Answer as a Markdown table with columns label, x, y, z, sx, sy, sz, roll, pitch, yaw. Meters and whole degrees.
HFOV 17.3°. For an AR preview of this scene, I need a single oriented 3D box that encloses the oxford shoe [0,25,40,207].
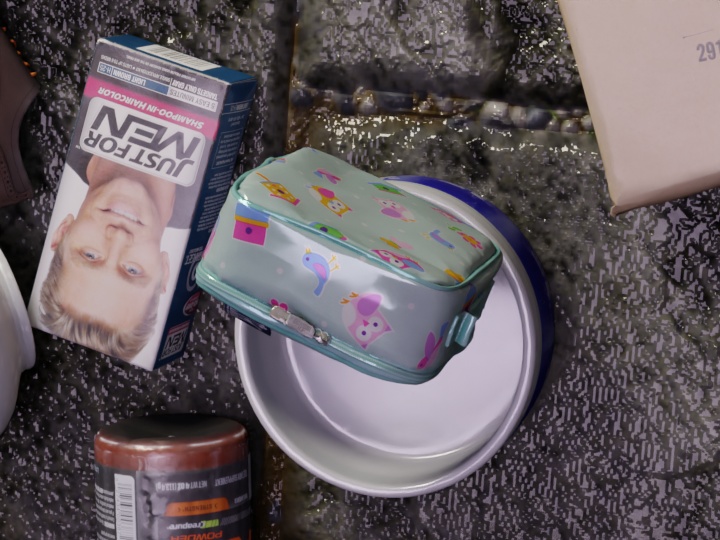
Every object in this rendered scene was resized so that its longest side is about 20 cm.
| label | x | y | z | sx | sy | sz | roll | pitch | yaw |
| --- | --- | --- | --- | --- | --- | --- | --- | --- | --- |
| oxford shoe | -0.254 | -0.142 | 1.599 | 0.072 | 0.071 | 0.202 | -2 | 95 | -12 |

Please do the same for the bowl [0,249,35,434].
| label | x | y | z | sx | sy | sz | roll | pitch | yaw |
| --- | --- | --- | --- | --- | --- | --- | --- | --- | --- |
| bowl | -0.275 | 0.034 | 1.579 | 0.090 | 0.201 | 0.203 | -20 | 92 | -18 |

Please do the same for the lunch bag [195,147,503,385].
| label | x | y | z | sx | sy | sz | roll | pitch | yaw |
| --- | --- | --- | --- | --- | --- | --- | --- | --- | --- |
| lunch bag | 0.000 | 0.000 | 1.384 | 0.159 | 0.200 | 0.078 | 28 | 106 | 8 |

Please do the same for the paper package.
| label | x | y | z | sx | sy | sz | roll | pitch | yaw |
| --- | --- | --- | --- | --- | --- | --- | --- | --- | --- |
| paper package | 0.227 | -0.154 | 1.432 | 0.198 | 0.103 | 0.192 | -16 | 93 | 18 |

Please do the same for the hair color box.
| label | x | y | z | sx | sy | sz | roll | pitch | yaw |
| --- | --- | --- | --- | --- | --- | --- | --- | --- | --- |
| hair color box | -0.146 | -0.046 | 1.575 | 0.099 | 0.060 | 0.202 | 19 | 103 | 13 |

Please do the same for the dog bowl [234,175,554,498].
| label | x | y | z | sx | sy | sz | roll | pitch | yaw |
| --- | --- | --- | --- | --- | --- | --- | --- | --- | --- |
| dog bowl | 0.024 | 0.040 | 1.529 | 0.198 | 0.079 | 0.202 | 2 | 98 | 16 |

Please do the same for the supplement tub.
| label | x | y | z | sx | sy | sz | roll | pitch | yaw |
| --- | --- | --- | --- | --- | --- | --- | --- | --- | --- |
| supplement tub | -0.122 | 0.202 | 1.579 | 0.106 | 0.107 | 0.202 | 1 | 99 | 16 |
